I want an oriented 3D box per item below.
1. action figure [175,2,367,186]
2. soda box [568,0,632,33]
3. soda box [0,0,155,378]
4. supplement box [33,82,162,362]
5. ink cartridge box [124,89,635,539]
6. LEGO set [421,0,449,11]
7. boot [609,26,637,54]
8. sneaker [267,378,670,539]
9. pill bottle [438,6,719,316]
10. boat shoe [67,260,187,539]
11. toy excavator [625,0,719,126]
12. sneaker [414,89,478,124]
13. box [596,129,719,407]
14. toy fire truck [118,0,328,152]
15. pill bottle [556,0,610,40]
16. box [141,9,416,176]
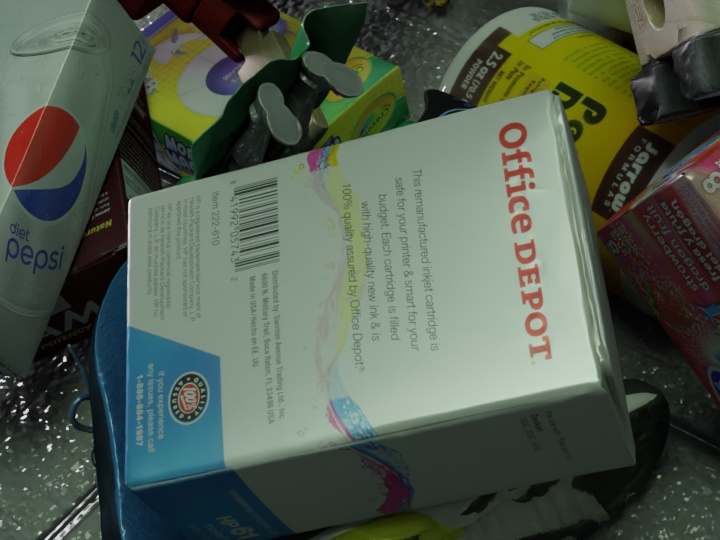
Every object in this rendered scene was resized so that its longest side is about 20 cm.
[{"bbox_3d":[-0.056,-0.043,0.783,0.118,0.200,0.055,-38,83,-28],"label":"action figure"},{"bbox_3d":[0.182,-0.214,0.814,0.068,0.064,0.201,24,65,25],"label":"soda box"},{"bbox_3d":[-0.176,-0.050,0.792,0.068,0.064,0.202,5,64,28],"label":"soda box"},{"bbox_3d":[-0.172,-0.056,0.873,0.108,0.061,0.201,-23,52,12],"label":"supplement box"},{"bbox_3d":[0.007,0.023,0.659,0.198,0.085,0.146,-14,56,14],"label":"ink cartridge box"},{"bbox_3d":[0.072,-0.222,0.923,0.199,0.154,0.116,-34,64,9],"label":"LEGO set"},{"bbox_3d":[0.248,-0.108,0.827,0.155,0.073,0.200,-39,63,-22],"label":"boot"},{"bbox_3d":[0.043,0.087,0.703,0.198,0.075,0.085,-23,45,-8],"label":"sneaker"},{"bbox_3d":[0.135,-0.049,0.786,0.109,0.110,0.200,-37,49,-21],"label":"pill bottle"},{"bbox_3d":[-0.106,0.081,0.741,0.083,0.069,0.201,14,48,-15],"label":"boat shoe"},{"bbox_3d":[0.209,-0.136,0.703,0.198,0.194,0.101,-14,89,-6],"label":"toy excavator"},{"bbox_3d":[0.000,0.000,0.768,0.200,0.070,0.078,-45,59,1],"label":"sneaker"},{"bbox_3d":[0.203,0.027,0.637,0.099,0.095,0.201,-35,88,-20],"label":"box"},{"bbox_3d":[-0.062,-0.175,0.850,0.200,0.176,0.129,43,42,-1],"label":"toy fire truck"},{"bbox_3d":[0.212,-0.182,0.893,0.198,0.112,0.112,-10,45,5],"label":"pill bottle"},{"bbox_3d":[-0.062,-0.098,0.929,0.199,0.049,0.117,31,61,34],"label":"box"}]
